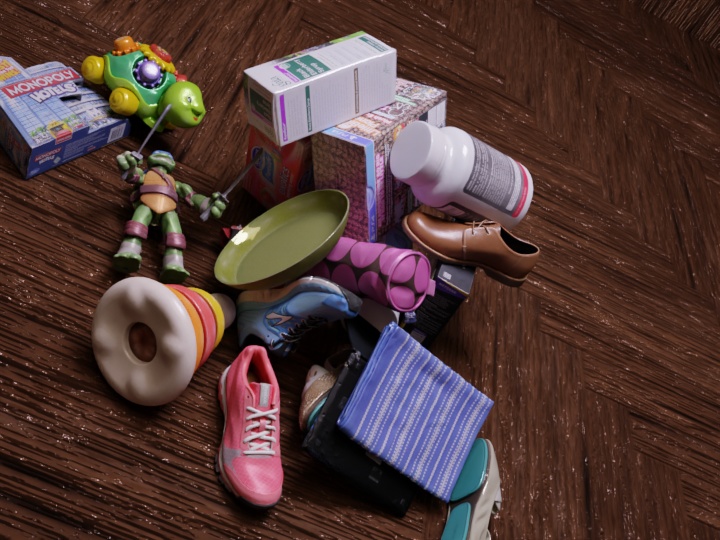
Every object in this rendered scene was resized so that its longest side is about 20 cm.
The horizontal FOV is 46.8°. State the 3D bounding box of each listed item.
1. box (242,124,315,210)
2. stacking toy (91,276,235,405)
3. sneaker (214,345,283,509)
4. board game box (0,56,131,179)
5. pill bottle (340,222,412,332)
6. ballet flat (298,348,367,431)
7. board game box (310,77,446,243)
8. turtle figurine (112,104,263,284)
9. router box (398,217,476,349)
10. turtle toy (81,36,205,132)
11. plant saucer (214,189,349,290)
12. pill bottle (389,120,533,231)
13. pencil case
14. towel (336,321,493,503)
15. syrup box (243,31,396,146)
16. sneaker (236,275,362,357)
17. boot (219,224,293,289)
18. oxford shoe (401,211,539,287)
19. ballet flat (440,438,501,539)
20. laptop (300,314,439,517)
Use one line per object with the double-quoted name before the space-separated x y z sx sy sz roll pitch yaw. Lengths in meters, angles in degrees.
"box" -0.104 -0.177 1.240 0.102 0.201 0.095 40 59 11
"stacking toy" -0.212 0.070 1.013 0.146 0.147 0.199 42 23 14
"sneaker" -0.126 0.174 0.963 0.073 0.087 0.202 7 46 -25
"board game box" -0.467 -0.246 1.200 0.199 0.062 0.200 40 40 9
"pill bottle" 0.021 0.002 1.219 0.107 0.109 0.202 21 41 -12
"ballet flat" -0.032 0.145 1.077 0.065 0.071 0.199 35 30 21
"board game box" 0.031 -0.160 1.198 0.096 0.161 0.200 23 43 31
"turtle figurine" -0.253 -0.096 1.096 0.144 0.197 0.197 42 44 -54
"router box" 0.120 0.015 1.231 0.052 0.158 0.201 29 39 -3
"turtle toy" -0.315 -0.279 1.265 0.200 0.101 0.145 46 16 18
"plant saucer" -0.097 -0.035 1.081 0.031 0.198 0.201 60 31 -27
"pill bottle" 0.137 -0.130 1.146 0.198 0.111 0.112 20 37 -38
"pencil case" 0.000 0.000 1.084 0.093 0.092 0.199 2 12 -46
"towel" 0.071 0.173 1.008 0.199 0.024 0.146 39 69 -27
"syrup box" -0.052 -0.246 1.115 0.198 0.082 0.079 -25 45 -28
"sneaker" -0.079 0.068 1.047 0.078 0.198 0.091 30 57 -43
"boot" -0.122 -0.049 1.213 0.143 0.073 0.201 30 43 1
"oxford shoe" 0.153 -0.046 1.138 0.197 0.072 0.072 18 42 -14
"ballet flat" 0.141 0.300 1.033 0.069 0.070 0.201 30 41 -1
"laptop" 0.013 0.169 1.045 0.177 0.103 0.202 39 68 -26
